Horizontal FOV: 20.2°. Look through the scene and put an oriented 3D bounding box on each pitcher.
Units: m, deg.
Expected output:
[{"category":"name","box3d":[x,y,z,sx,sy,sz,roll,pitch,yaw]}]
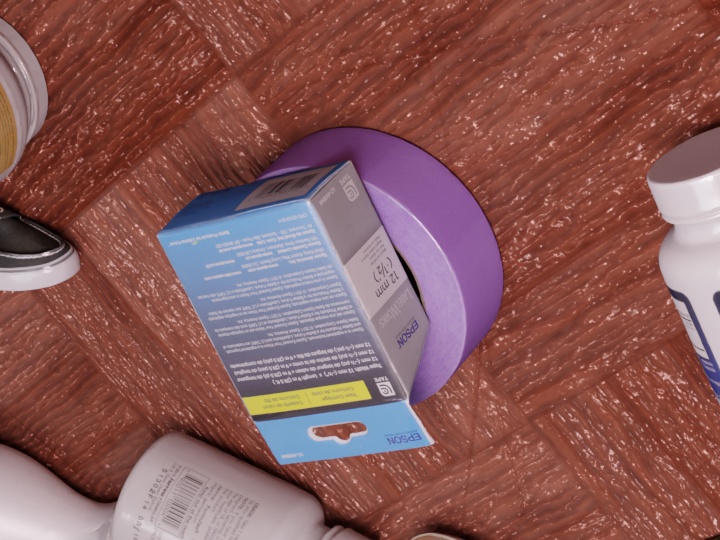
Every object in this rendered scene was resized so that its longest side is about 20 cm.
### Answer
[{"category":"pitcher","box3d":[-0.303,0.237,1.786,0.200,0.121,0.172,15,136,9]}]

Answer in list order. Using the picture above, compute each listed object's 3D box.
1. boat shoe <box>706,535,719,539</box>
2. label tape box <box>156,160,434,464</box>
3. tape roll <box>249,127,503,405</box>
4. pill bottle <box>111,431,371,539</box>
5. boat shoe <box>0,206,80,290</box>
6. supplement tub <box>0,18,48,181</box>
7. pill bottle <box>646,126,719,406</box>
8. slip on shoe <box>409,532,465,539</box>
[{"category":"boat shoe","box3d":[0.296,0.214,1.409,0.063,0.073,0.201,47,136,-13]},{"category":"label tape box","box3d":[-0.034,0.033,1.416,0.143,0.066,0.200,-11,116,38]},{"category":"tape roll","box3d":[0.000,0.000,1.458,0.200,0.066,0.201,17,128,22]},{"category":"pill bottle","box3d":[-0.090,0.219,1.630,0.200,0.114,0.115,23,130,18]},{"category":"boat shoe","box3d":[-0.316,-0.031,1.641,0.200,0.069,0.057,12,125,29]},{"category":"supplement tub","box3d":[-0.341,-0.104,1.516,0.144,0.200,0.145,16,127,23]},{"category":"pill bottle","box3d":[0.255,0.012,1.270,0.111,0.111,0.200,-12,113,38]},{"category":"slip on shoe","box3d":[0.123,0.262,1.562,0.200,0.076,0.061,19,169,11]}]
